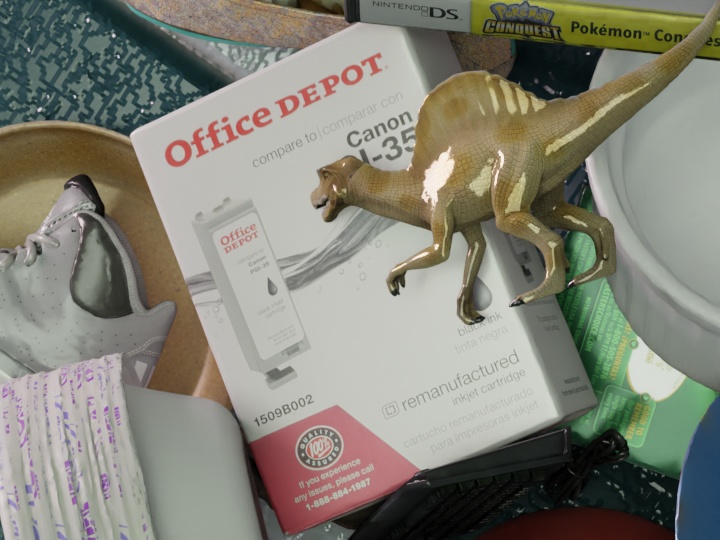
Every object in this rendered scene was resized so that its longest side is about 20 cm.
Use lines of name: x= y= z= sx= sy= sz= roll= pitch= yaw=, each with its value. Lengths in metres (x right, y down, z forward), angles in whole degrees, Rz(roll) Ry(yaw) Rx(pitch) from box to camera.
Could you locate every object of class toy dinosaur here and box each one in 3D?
toy dinosaur: x=0.068 y=-0.039 z=1.072 sx=0.199 sy=0.058 sz=0.102 roll=-21 pitch=88 yaw=18

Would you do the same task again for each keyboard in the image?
keyboard: x=0.063 y=0.101 z=1.168 sx=0.126 sy=0.200 sz=0.021 roll=-16 pitch=79 yaw=-13

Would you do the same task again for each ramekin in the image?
ramekin: x=0.197 y=-0.036 z=1.153 sx=0.199 sy=0.098 sz=0.202 roll=0 pitch=64 yaw=0

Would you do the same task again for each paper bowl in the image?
paper bowl: x=-0.090 y=0.136 z=1.129 sx=0.104 sy=0.201 sz=0.202 roll=-13 pitch=90 yaw=-3

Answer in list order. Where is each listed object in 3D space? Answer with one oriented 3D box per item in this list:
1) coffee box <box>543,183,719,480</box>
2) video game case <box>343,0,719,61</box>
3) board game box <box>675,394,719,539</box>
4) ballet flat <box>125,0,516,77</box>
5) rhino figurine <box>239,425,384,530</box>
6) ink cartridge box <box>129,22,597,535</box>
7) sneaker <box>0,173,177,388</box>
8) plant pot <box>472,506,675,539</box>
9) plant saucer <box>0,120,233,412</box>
coffee box: x=0.183 y=0.046 z=1.220 sx=0.199 sy=0.044 sz=0.124 roll=18 pitch=96 yaw=9
video game case: x=0.099 y=-0.170 z=1.163 sx=0.179 sy=0.201 sz=0.026 roll=7 pitch=132 yaw=9
board game box: x=0.186 y=0.146 z=1.125 sx=0.039 sy=0.199 sz=0.159 roll=-21 pitch=53 yaw=39
ballet flat: x=-0.019 y=-0.140 z=1.232 sx=0.198 sy=0.068 sz=0.068 roll=12 pitch=136 yaw=2
rhino figurine: x=0.007 y=0.031 z=1.242 sx=0.087 sy=0.060 sz=0.201 roll=20 pitch=94 yaw=11
ink cartridge box: x=0.000 y=0.000 z=1.169 sx=0.146 sy=0.083 sz=0.201 roll=-24 pitch=84 yaw=15
sneaker: x=-0.178 y=-0.005 z=1.235 sx=0.199 sy=0.075 sz=0.116 roll=28 pitch=91 yaw=-2
plant pot: x=0.098 y=0.219 z=1.174 sx=0.199 sy=0.177 sz=0.202 roll=0 pitch=92 yaw=9
plant saucer: x=-0.149 y=0.027 z=1.279 sx=0.199 sy=0.035 sz=0.202 roll=0 pitch=92 yaw=9
